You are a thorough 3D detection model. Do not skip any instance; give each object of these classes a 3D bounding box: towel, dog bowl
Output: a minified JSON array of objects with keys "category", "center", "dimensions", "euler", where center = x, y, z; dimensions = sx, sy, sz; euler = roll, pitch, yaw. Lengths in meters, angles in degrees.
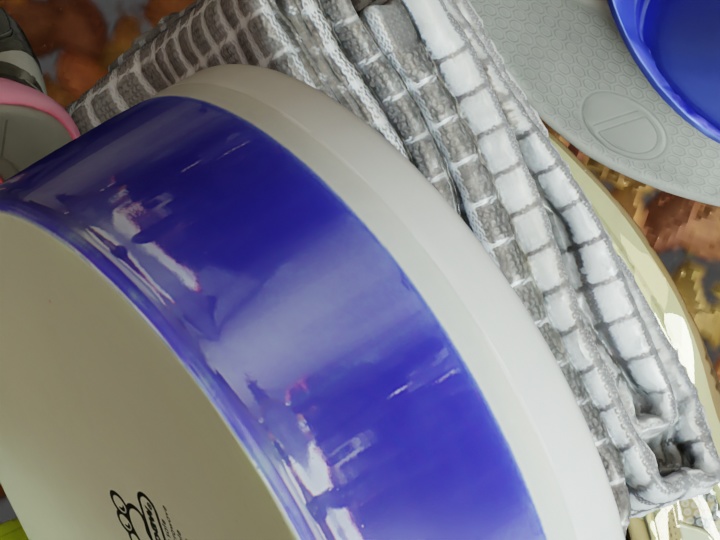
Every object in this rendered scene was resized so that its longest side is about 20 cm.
[{"category":"towel","center":[0.000,0.000,0.744],"dimensions":[0.085,0.166,0.201],"euler":[-29,91,-23]},{"category":"dog bowl","center":[-0.024,0.052,0.659],"dimensions":[0.079,0.200,0.201],"euler":[-30,91,-25]}]

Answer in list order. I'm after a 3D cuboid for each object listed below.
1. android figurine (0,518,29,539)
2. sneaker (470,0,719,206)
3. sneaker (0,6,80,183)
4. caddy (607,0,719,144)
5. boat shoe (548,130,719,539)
[{"category":"android figurine","center":[-0.115,0.135,0.743],"dimensions":[0.199,0.041,0.182],"euler":[-22,45,-26]},{"category":"sneaker","center":[0.072,-0.105,0.794],"dimensions":[0.200,0.071,0.099],"euler":[35,58,6]},{"category":"sneaker","center":[-0.179,-0.021,0.787],"dimensions":[0.199,0.079,0.096],"euler":[-24,45,8]},{"category":"caddy","center":[0.167,-0.103,0.724],"dimensions":[0.199,0.105,0.142],"euler":[-7,97,-18]},{"category":"boat shoe","center":[0.078,0.044,0.804],"dimensions":[0.063,0.073,0.201],"euler":[-29,89,-9]}]
